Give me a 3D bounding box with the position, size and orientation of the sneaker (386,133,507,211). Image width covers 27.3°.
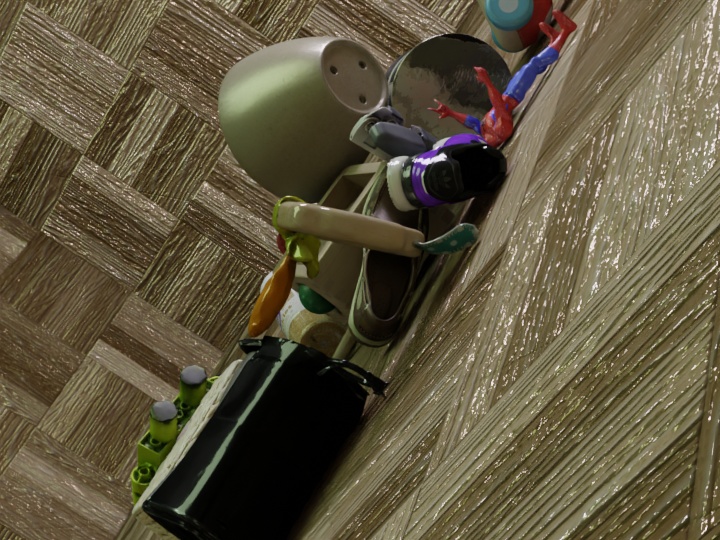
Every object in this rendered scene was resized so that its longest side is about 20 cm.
[{"bbox_3d":[0.113,-0.104,1.541,0.099,0.070,0.200,-9,10,30],"label":"sneaker"}]

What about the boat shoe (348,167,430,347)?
[{"bbox_3d":[0.037,-0.024,1.529,0.075,0.075,0.203,117,162,-68],"label":"boat shoe"}]

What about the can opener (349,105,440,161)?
[{"bbox_3d":[0.065,-0.120,1.622,0.053,0.200,0.067,-43,51,18],"label":"can opener"}]

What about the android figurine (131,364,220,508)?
[{"bbox_3d":[-0.208,0.205,1.702,0.182,0.041,0.200,-52,-22,-43],"label":"android figurine"}]

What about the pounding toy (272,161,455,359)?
[{"bbox_3d":[0.000,0.000,1.682,0.200,0.142,0.184,-56,16,-9],"label":"pounding toy"}]

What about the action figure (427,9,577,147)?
[{"bbox_3d":[0.155,-0.217,1.676,0.200,0.099,0.065,-60,5,-18],"label":"action figure"}]

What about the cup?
[{"bbox_3d":[-0.049,-0.200,1.765,0.143,0.200,0.200,-32,21,46],"label":"cup"}]

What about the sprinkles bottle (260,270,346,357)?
[{"bbox_3d":[-0.071,0.058,1.862,0.068,0.068,0.200,-56,25,6],"label":"sprinkles bottle"}]

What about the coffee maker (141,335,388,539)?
[{"bbox_3d":[-0.095,0.169,1.373,0.200,0.135,0.192,-59,7,-20],"label":"coffee maker"}]

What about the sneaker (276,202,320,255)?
[{"bbox_3d":[-0.007,-0.063,1.793,0.200,0.078,0.082,-22,13,-9],"label":"sneaker"}]

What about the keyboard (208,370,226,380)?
[{"bbox_3d":[-0.120,0.123,1.844,0.200,0.040,0.104,-28,35,-26],"label":"keyboard"}]

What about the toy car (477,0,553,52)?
[{"bbox_3d":[0.238,-0.404,1.939,0.200,0.177,0.184,-28,-6,6],"label":"toy car"}]

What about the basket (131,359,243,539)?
[{"bbox_3d":[-0.140,0.210,1.586,0.200,0.123,0.136,-58,6,-25],"label":"basket"}]

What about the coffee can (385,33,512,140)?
[{"bbox_3d":[0.102,-0.210,1.815,0.147,0.146,0.200,-56,6,2],"label":"coffee can"}]

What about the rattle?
[{"bbox_3d":[0.009,0.006,1.416,0.130,0.200,0.143,-27,52,62],"label":"rattle"}]
